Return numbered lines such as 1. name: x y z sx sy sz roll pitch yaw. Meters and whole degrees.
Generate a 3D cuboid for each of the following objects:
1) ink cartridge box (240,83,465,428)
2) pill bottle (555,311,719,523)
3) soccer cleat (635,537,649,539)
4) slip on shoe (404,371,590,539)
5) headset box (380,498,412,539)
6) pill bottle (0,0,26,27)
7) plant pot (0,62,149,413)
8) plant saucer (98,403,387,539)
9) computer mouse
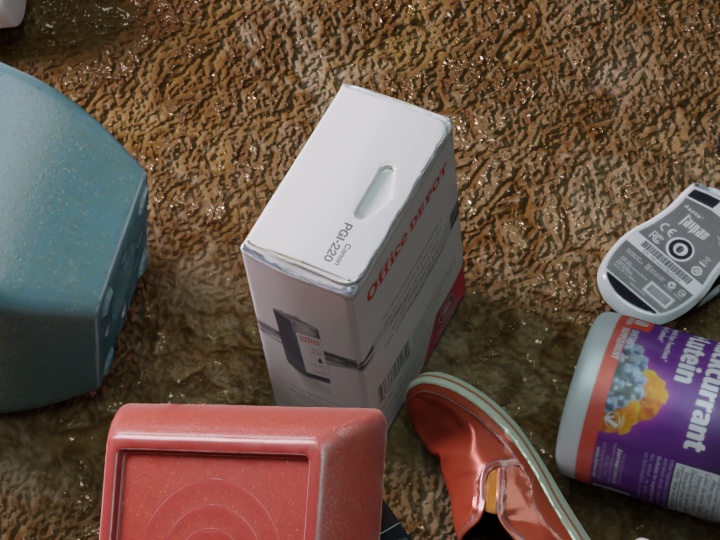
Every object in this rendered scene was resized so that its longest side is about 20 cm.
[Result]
1. ink cartridge box: 0.000 0.000 1.418 0.084 0.200 0.146 22 61 17
2. pill bottle: 0.233 0.104 1.391 0.199 0.112 0.112 16 60 13
3. soccer cleat: 0.147 0.201 1.317 0.199 0.069 0.086 11 81 -23
4. slip on shoe: 0.084 0.147 1.394 0.061 0.074 0.200 -20 62 -29
5. headset box: 0.029 0.244 1.294 0.077 0.149 0.200 -28 61 -14
6. pill bottle: -0.357 -0.226 1.635 0.199 0.114 0.114 -2 58 2
7. plant pot: -0.250 -0.016 1.458 0.199 0.197 0.197 15 59 3
8. plant saucer: -0.082 0.177 1.262 0.199 0.037 0.201 -1 81 34
9. computer mouse: 0.237 -0.023 1.514 0.200 0.044 0.110 -37 67 -24
